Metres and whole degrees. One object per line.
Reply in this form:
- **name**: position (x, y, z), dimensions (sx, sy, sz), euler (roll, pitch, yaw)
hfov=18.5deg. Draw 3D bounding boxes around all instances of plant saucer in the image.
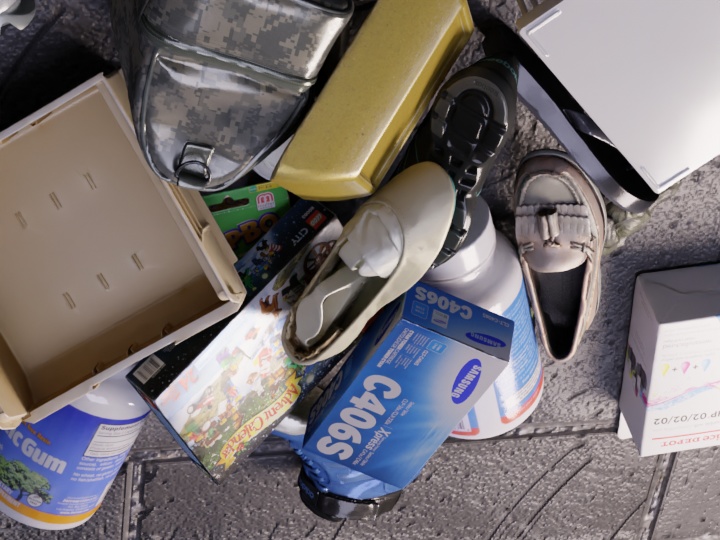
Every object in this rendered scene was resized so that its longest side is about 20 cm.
- **plant saucer**: position (0.020, -0.129, 1.528), dimensions (0.048, 0.200, 0.201), euler (33, 91, 6)

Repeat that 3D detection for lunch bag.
- **lunch bag**: position (-0.102, -0.169, 1.489), dimensions (0.138, 0.201, 0.168), euler (16, 122, -24)

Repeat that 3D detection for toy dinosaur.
- **toy dinosaur**: position (0.182, -0.033, 1.793), dimensions (0.088, 0.048, 0.200), euler (20, 126, -38)

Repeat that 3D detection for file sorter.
- **file sorter**: position (0.209, -0.187, 1.607), dimensions (0.138, 0.125, 0.200), euler (-33, 131, 16)

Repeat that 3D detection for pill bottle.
- **pill bottle**: position (-0.223, 0.099, 1.747), dimensions (0.111, 0.112, 0.201), euler (13, 125, -26)
- **pill bottle**: position (0.081, 0.031, 1.774), dimensions (0.111, 0.113, 0.201), euler (-16, 133, -1)

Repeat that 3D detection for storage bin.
- **storage bin**: position (-0.214, -0.014, 1.603), dimensions (0.199, 0.094, 0.200), euler (-29, 98, 9)

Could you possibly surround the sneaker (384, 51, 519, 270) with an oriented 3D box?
- **sneaker**: position (0.068, -0.078, 1.635), dimensions (0.075, 0.079, 0.201), euler (32, 126, -1)

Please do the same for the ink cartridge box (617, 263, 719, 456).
- **ink cartridge box**: position (0.292, 0.091, 1.917), dimensions (0.114, 0.068, 0.201), euler (-7, 132, -9)

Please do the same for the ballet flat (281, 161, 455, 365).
- **ballet flat**: position (0.000, 0.000, 1.616), dimensions (0.069, 0.070, 0.200), euler (14, 132, -26)

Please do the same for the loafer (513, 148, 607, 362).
- **loafer**: position (0.158, -0.008, 1.738), dimensions (0.071, 0.063, 0.201), euler (2, 140, 14)

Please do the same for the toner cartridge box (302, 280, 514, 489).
- **toner cartridge box**: position (0.035, 0.092, 1.733), dimensions (0.094, 0.043, 0.200), euler (21, 139, -12)

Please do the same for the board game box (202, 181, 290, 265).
- **board game box**: position (-0.095, 0.007, 1.760), dimensions (0.095, 0.030, 0.201), euler (-13, 135, -6)

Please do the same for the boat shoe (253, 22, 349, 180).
- **boat shoe**: position (-0.041, -0.133, 1.610), dimensions (0.074, 0.086, 0.203), euler (4, 129, -18)

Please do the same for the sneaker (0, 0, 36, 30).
- **sneaker**: position (-0.329, -0.175, 1.505), dimensions (0.199, 0.074, 0.089), euler (-27, 133, -5)

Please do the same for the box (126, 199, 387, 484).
- **box**: position (-0.076, 0.055, 1.722), dimensions (0.200, 0.038, 0.137), euler (-46, 143, -11)

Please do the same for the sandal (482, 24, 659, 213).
- **sandal**: position (0.170, -0.114, 1.679), dimensions (0.043, 0.076, 0.200), euler (-37, 122, 18)

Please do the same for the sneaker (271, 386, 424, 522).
- **sneaker**: position (-0.038, 0.159, 1.876), dimensions (0.199, 0.077, 0.112), euler (14, 117, -34)
